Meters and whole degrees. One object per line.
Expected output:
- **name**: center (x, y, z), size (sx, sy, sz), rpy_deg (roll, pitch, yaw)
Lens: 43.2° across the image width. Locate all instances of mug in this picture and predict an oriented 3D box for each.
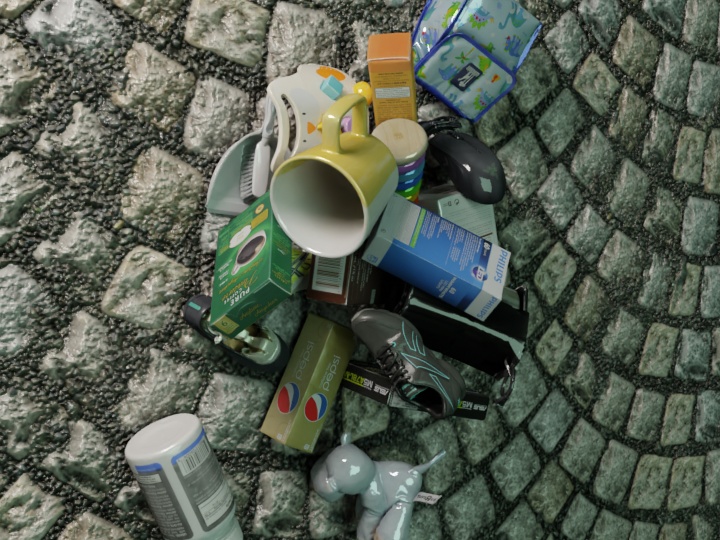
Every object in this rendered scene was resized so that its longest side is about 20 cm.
- **mug**: center (-0.013, -0.128, 1.235), size (0.149, 0.187, 0.153), rpy_deg (43, 42, 0)

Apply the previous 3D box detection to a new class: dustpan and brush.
- **dustpan and brush**: center (-0.146, -0.177, 1.336), size (0.139, 0.057, 0.201), rpy_deg (6, 92, -34)

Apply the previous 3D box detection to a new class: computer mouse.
- **computer mouse**: center (0.163, -0.189, 1.468), size (0.138, 0.200, 0.053), rpy_deg (-20, 149, -35)

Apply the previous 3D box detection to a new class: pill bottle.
- **pill bottle**: center (-0.246, 0.317, 1.293), size (0.113, 0.114, 0.201), rpy_deg (-29, 110, -28)

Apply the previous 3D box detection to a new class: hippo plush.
- **hippo plush**: center (0.005, 0.350, 1.430), size (0.160, 0.200, 0.160), rpy_deg (24, 60, -25)

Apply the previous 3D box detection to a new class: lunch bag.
- **lunch bag**: center (0.179, -0.369, 1.501), size (0.170, 0.127, 0.201), rpy_deg (29, 92, -35)

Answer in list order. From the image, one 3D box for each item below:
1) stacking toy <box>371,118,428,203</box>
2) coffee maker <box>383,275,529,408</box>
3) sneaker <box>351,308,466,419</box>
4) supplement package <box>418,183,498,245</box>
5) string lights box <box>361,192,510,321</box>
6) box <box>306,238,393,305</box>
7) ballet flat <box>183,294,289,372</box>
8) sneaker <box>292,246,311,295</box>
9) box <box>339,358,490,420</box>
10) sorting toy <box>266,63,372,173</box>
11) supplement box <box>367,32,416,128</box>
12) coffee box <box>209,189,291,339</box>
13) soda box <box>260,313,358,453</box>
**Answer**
- **stacking toy**: center (0.061, -0.137, 1.396), size (0.085, 0.085, 0.200), rpy_deg (-42, 153, -22)
- **coffee maker**: center (0.141, 0.074, 1.357), size (0.199, 0.192, 0.135), rpy_deg (20, 121, -12)
- **sneaker**: center (0.066, 0.132, 1.290), size (0.200, 0.075, 0.079), rpy_deg (38, 36, -2)
- **supplement package**: center (0.151, -0.034, 1.515), size (0.117, 0.117, 0.201), rpy_deg (-18, 106, -33)
- **string lights box**: center (0.111, -0.021, 1.301), size (0.199, 0.059, 0.103), rpy_deg (27, 44, -6)
- **box**: center (0.000, 0.000, 1.394), size (0.200, 0.075, 0.101), rpy_deg (0, 98, -65)
- **ballet flat**: center (-0.173, 0.100, 1.345), size (0.200, 0.073, 0.073), rpy_deg (35, 76, -31)
- **sneaker**: center (-0.126, 0.005, 1.368), size (0.199, 0.075, 0.077), rpy_deg (-19, 97, -44)
- **box**: center (0.071, 0.185, 1.441), size (0.199, 0.193, 0.048), rpy_deg (14, 87, -35)
- **sorting toy**: center (-0.073, -0.206, 1.327), size (0.180, 0.106, 0.201), rpy_deg (-11, 102, -53)
- **supplement box**: center (0.052, -0.253, 1.363), size (0.201, 0.068, 0.067), rpy_deg (78, 12, -47)
- **coffee box**: center (-0.149, -0.013, 1.256), size (0.123, 0.201, 0.044), rpy_deg (-36, 125, 24)
- **soda box**: center (-0.077, 0.173, 1.407), size (0.064, 0.068, 0.201), rpy_deg (27, 83, -42)
